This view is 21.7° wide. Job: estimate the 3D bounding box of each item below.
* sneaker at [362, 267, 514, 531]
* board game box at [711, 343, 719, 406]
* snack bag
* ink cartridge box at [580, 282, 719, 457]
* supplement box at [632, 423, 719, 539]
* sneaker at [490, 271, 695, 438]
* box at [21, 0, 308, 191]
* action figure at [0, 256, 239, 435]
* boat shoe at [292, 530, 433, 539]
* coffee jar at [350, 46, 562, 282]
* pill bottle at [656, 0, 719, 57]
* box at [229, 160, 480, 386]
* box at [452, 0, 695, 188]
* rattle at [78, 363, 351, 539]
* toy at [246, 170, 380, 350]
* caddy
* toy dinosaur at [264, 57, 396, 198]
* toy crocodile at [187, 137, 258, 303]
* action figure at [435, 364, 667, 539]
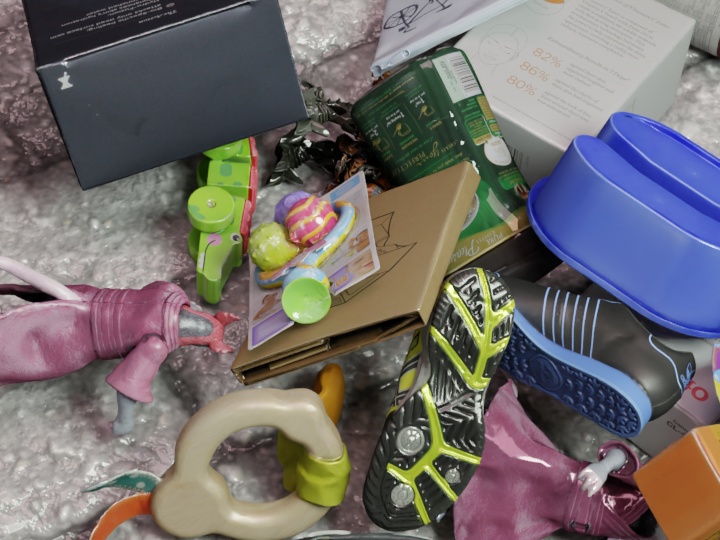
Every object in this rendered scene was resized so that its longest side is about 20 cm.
[{"bbox_3d":[0.059,0.096,1.367,0.075,0.076,0.201,24,89,-6],"label":"sneaker"},{"bbox_3d":[0.336,0.109,1.363,0.200,0.039,0.158,-1,59,-50],"label":"board game box"},{"bbox_3d":[0.101,-0.253,1.651,0.188,0.021,0.200,-24,27,22],"label":"snack bag"},{"bbox_3d":[0.265,0.043,1.494,0.147,0.086,0.200,37,60,21],"label":"ink cartridge box"},{"bbox_3d":[0.285,0.150,1.362,0.200,0.067,0.069,-3,57,-50],"label":"supplement box"},{"bbox_3d":[0.157,0.049,1.403,0.078,0.070,0.200,-35,53,-29],"label":"sneaker"},{"bbox_3d":[-0.165,-0.181,1.550,0.196,0.118,0.200,-18,29,-5],"label":"box"},{"bbox_3d":[-0.190,0.033,1.426,0.199,0.149,0.134,-3,45,11],"label":"action figure"},{"bbox_3d":[-0.028,0.219,1.352,0.199,0.060,0.076,-3,53,-7],"label":"boat shoe"},{"bbox_3d":[0.082,-0.072,1.516,0.085,0.104,0.201,-21,81,-57],"label":"coffee jar"},{"bbox_3d":[0.325,-0.255,1.710,0.199,0.110,0.110,28,56,16],"label":"pill bottle"},{"bbox_3d":[0.000,0.000,1.416,0.163,0.021,0.200,-20,26,28],"label":"box"},{"bbox_3d":[0.170,-0.158,1.626,0.152,0.107,0.200,32,57,20],"label":"box"},{"bbox_3d":[-0.111,0.131,1.407,0.199,0.130,0.143,-21,44,10],"label":"rattle"},{"bbox_3d":[-0.048,-0.023,1.427,0.115,0.047,0.200,-33,24,10],"label":"toy"},{"bbox_3d":[0.223,-0.029,1.430,0.200,0.105,0.141,36,35,18],"label":"caddy"},{"bbox_3d":[-0.001,-0.095,1.593,0.135,0.102,0.200,17,33,-10],"label":"toy dinosaur"},{"bbox_3d":[-0.109,-0.063,1.556,0.061,0.068,0.201,5,52,-1],"label":"toy crocodile"},{"bbox_3d":[0.163,0.172,1.396,0.199,0.135,0.149,14,26,7],"label":"action figure"}]
